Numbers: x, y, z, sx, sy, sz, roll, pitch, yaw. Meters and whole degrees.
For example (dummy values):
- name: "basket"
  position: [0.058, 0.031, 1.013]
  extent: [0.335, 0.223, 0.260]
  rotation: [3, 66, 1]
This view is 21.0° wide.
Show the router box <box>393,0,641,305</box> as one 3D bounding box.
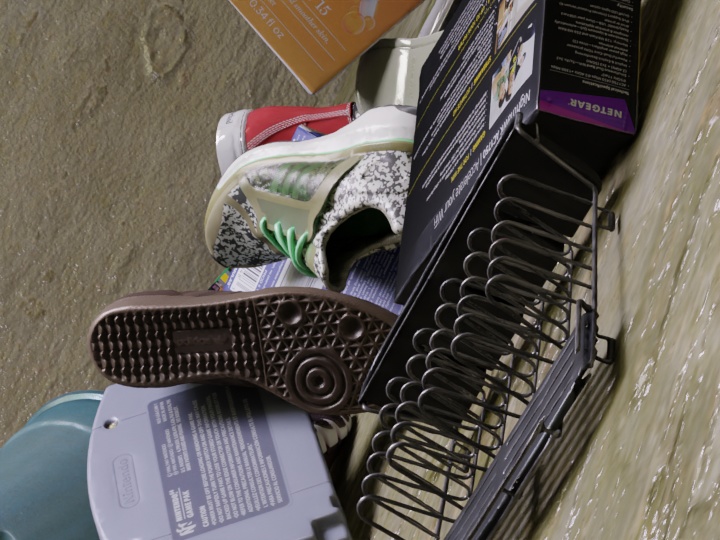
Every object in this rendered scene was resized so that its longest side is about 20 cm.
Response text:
- name: "router box"
  position: [0.075, -0.084, 0.941]
  extent: [0.200, 0.051, 0.149]
  rotation: [124, 157, -59]

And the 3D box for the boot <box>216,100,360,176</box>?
- name: "boot"
  position: [-0.003, -0.019, 1.290]
  extent: [0.072, 0.144, 0.200]
  rotation: [-68, -31, -61]

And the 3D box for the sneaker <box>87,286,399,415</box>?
- name: "sneaker"
  position: [-0.052, 0.034, 1.100]
  extent: [0.076, 0.200, 0.071]
  rotation: [-38, -49, -69]

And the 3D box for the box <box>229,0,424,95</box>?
- name: "box"
  position: [0.007, -0.225, 1.189]
  extent: [0.200, 0.124, 0.098]
  rotation: [-40, 12, 14]

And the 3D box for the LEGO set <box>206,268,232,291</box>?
- name: "LEGO set"
  position: [-0.075, 0.054, 1.529]
  extent: [0.200, 0.116, 0.154]
  rotation: [-45, 0, 29]

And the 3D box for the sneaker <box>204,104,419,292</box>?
- name: "sneaker"
  position: [-0.025, -0.026, 1.101]
  extent: [0.200, 0.077, 0.089]
  rotation: [-22, 42, 43]

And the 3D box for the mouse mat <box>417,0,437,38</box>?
- name: "mouse mat"
  position: [0.085, -0.197, 1.417]
  extent: [0.200, 0.008, 0.161]
  rotation: [-65, -18, 7]

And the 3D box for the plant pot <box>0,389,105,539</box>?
- name: "plant pot"
  position: [-0.248, 0.216, 1.490]
  extent: [0.196, 0.200, 0.200]
  rotation: [-27, -30, -58]

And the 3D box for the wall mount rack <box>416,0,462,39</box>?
- name: "wall mount rack"
  position: [0.085, -0.172, 1.320]
  extent: [0.174, 0.074, 0.200]
  rotation: [-86, 22, -66]

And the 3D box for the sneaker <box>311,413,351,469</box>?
- name: "sneaker"
  position: [-0.059, 0.148, 1.226]
  extent: [0.200, 0.075, 0.116]
  rotation: [-34, -46, -76]

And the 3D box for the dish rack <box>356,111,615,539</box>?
- name: "dish rack"
  position: [0.047, 0.041, 0.771]
  extent: [0.200, 0.054, 0.154]
  rotation: [-76, 12, -63]

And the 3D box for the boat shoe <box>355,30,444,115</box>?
- name: "boat shoe"
  position: [0.067, -0.102, 1.146]
  extent: [0.199, 0.066, 0.075]
  rotation: [11, 97, 63]

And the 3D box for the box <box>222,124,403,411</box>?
- name: "box"
  position: [0.000, 0.000, 1.160]
  extent: [0.200, 0.032, 0.121]
  rotation: [33, 100, 50]

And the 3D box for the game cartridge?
- name: "game cartridge"
  position: [-0.085, 0.116, 1.085]
  extent: [0.200, 0.133, 0.042]
  rotation: [-112, 1, -58]
